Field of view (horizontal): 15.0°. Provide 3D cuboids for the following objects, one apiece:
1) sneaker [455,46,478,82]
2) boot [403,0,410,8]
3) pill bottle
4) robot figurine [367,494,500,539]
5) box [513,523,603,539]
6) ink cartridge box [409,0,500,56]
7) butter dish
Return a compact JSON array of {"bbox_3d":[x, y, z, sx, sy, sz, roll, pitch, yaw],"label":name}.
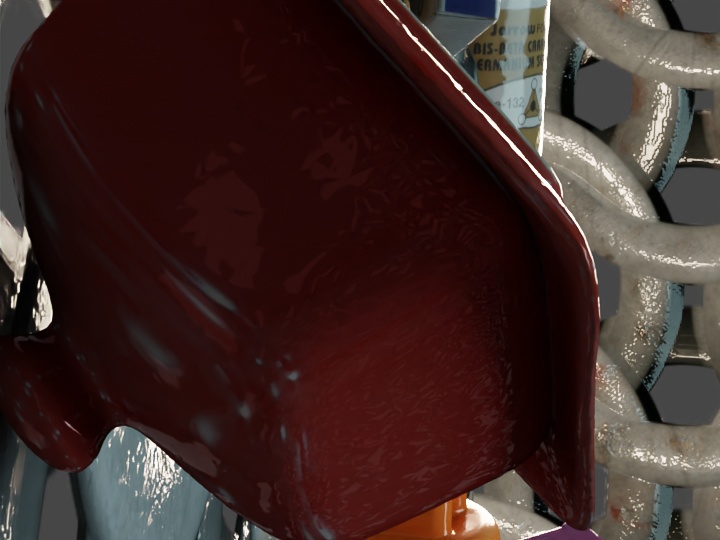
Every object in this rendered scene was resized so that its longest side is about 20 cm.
[{"bbox_3d":[0.029,-0.158,1.617,0.114,0.076,0.200,-17,108,-82],"label":"sneaker"},{"bbox_3d":[-0.001,-0.143,1.297,0.155,0.073,0.200,-83,175,-46],"label":"boot"},{"bbox_3d":[0.063,-0.153,1.743,0.114,0.114,0.201,-61,153,-77],"label":"pill bottle"},{"bbox_3d":[0.020,0.196,1.515,0.144,0.116,0.201,-151,-120,-61],"label":"robot figurine"},{"bbox_3d":[0.057,0.253,1.415,0.097,0.175,0.201,41,-48,44],"label":"box"},{"bbox_3d":[0.033,-0.204,1.446,0.200,0.040,0.200,155,-60,-72],"label":"ink cartridge box"},{"bbox_3d":[-0.037,0.002,0.772,0.200,0.148,0.200,50,-14,24],"label":"butter dish"}]
